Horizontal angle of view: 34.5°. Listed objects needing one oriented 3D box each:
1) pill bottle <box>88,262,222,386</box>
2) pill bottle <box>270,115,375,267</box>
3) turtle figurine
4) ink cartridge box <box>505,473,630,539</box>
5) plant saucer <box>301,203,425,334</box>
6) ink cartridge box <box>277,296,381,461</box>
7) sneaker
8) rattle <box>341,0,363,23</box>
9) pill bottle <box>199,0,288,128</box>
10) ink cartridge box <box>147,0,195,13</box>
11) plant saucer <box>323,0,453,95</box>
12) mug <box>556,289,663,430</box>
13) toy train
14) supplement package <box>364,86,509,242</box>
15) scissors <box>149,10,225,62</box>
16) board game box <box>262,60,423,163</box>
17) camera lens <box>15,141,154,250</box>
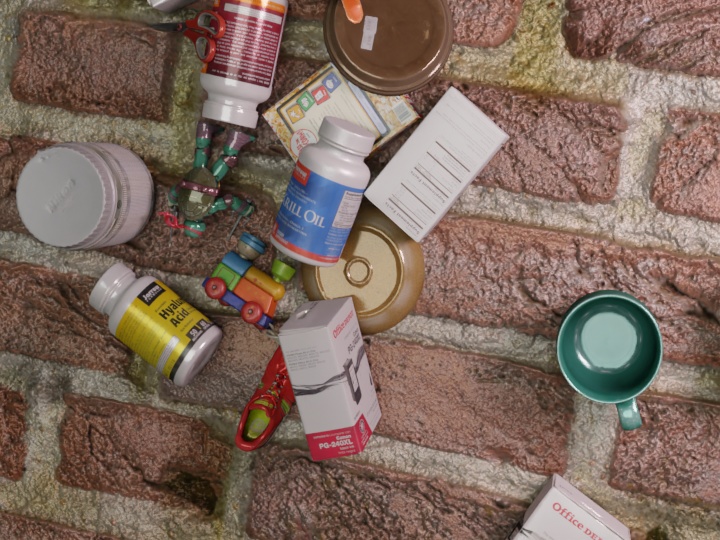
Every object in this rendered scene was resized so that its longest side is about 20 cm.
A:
[{"bbox_3d":[-0.323,0.080,1.812,0.199,0.111,0.112,36,100,6],"label":"pill bottle"},{"bbox_3d":[-0.051,-0.117,1.698,0.111,0.112,0.203,23,105,8],"label":"pill bottle"},{"bbox_3d":[-0.235,-0.122,1.789,0.147,0.101,0.203,17,92,9],"label":"turtle figurine"},{"bbox_3d":[0.290,0.431,1.733,0.144,0.084,0.201,36,101,6],"label":"ink cartridge box"},{"bbox_3d":[0.000,0.000,1.780,0.196,0.035,0.204,1,95,11],"label":"plant saucer"},{"bbox_3d":[-0.043,0.157,1.727,0.082,0.145,0.203,-10,104,17],"label":"ink cartridge box"},{"bbox_3d":[-0.133,0.197,1.797,0.076,0.085,0.202,27,99,7],"label":"sneaker"},{"bbox_3d":[-0.051,-0.465,1.664,0.128,0.202,0.144,-14,136,-4],"label":"rattle"},{"bbox_3d":[-0.180,-0.324,1.749,0.111,0.113,0.204,13,96,10],"label":"pill bottle"},{"bbox_3d":[-0.247,-0.502,1.763,0.197,0.083,0.147,-22,90,12],"label":"ink cartridge box"},{"bbox_3d":[0.043,-0.360,1.713,0.196,0.029,0.204,1,83,-5],"label":"plant saucer"},{"bbox_3d":[0.355,0.121,1.680,0.150,0.114,0.188,16,98,9],"label":"mug"},{"bbox_3d":[-0.135,0.036,1.785,0.198,0.085,0.117,32,87,14],"label":"toy train"},{"bbox_3d":[0.113,-0.155,1.705,0.109,0.114,0.201,41,100,4],"label":"supplement package"},{"bbox_3d":[-0.263,-0.373,1.756,0.199,0.014,0.074,37,115,44],"label":"scissors"},{"bbox_3d":[-0.027,-0.234,1.760,0.199,0.046,0.153,-35,88,12],"label":"board game box"},{"bbox_3d":[-0.415,-0.114,1.768,0.157,0.200,0.163,1,95,11],"label":"camera lens"}]
